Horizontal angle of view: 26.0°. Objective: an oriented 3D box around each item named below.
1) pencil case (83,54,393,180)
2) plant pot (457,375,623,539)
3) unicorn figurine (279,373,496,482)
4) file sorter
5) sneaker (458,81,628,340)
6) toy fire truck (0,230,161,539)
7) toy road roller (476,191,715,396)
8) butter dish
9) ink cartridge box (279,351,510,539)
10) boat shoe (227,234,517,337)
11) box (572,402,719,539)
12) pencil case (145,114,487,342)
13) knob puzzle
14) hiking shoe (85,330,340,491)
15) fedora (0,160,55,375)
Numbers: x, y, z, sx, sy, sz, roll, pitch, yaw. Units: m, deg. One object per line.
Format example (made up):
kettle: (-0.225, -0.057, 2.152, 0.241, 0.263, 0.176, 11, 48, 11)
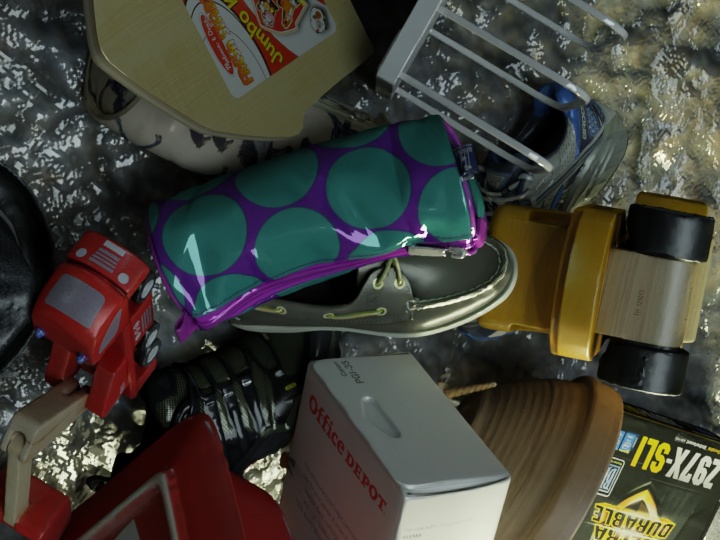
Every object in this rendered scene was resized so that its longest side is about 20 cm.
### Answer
pencil case: (-0.076, -0.097, 0.972, 0.199, 0.078, 0.090, 24, 106, -38)
plant pot: (0.102, 0.153, 1.157, 0.092, 0.201, 0.201, 31, 91, -4)
unicorn figurine: (-0.006, 0.144, 1.136, 0.137, 0.074, 0.201, -4, 128, -34)
file sorter: (0.111, -0.177, 0.997, 0.124, 0.139, 0.201, 29, 92, -2)
sneaker: (0.110, -0.048, 1.122, 0.085, 0.077, 0.201, 35, 78, -43)
toy fire truck: (-0.180, 0.078, 0.948, 0.141, 0.049, 0.200, -56, 169, -26)
toy road roller: (0.162, 0.004, 1.073, 0.200, 0.145, 0.124, -15, 116, -75)
butter dish: (-0.096, 0.223, 0.989, 0.147, 0.200, 0.200, 17, 134, -42)
ink cartridge box: (0.012, 0.175, 1.020, 0.082, 0.147, 0.201, -4, 123, -28)
boat shoe: (0.000, 0.003, 1.001, 0.200, 0.073, 0.060, -4, 162, 6)
box: (0.217, 0.195, 1.312, 0.199, 0.049, 0.160, 20, 96, -37)
pencil case: (-0.024, -0.027, 0.937, 0.199, 0.093, 0.085, -17, 155, 2)
knob puzzle: (-0.092, -0.161, 0.899, 0.219, 0.030, 0.221, 14, 70, -44)
hiking shoe: (-0.093, 0.086, 1.041, 0.101, 0.076, 0.200, 36, 89, -42)
fedora: (-0.258, 0.023, 0.893, 0.200, 0.092, 0.202, -14, 117, -28)
